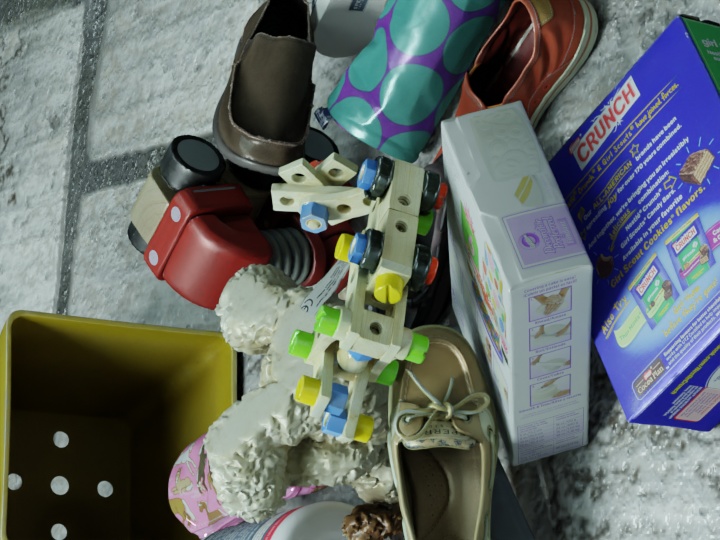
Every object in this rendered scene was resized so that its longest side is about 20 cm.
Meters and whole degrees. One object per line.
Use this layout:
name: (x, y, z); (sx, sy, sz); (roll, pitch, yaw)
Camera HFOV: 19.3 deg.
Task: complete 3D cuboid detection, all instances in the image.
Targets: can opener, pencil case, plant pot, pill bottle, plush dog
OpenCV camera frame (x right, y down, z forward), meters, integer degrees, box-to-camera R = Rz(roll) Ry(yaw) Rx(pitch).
can opener: (0.092, 0.123, 1.452); (0.053, 0.067, 0.200); (74, 174, -63)
pencil case: (-0.080, 0.150, 1.637); (0.087, 0.083, 0.200); (58, 148, 3)
plant pot: (-0.228, 0.164, 1.792); (0.176, 0.200, 0.200); (142, 130, -58)
pill bottle: (-0.071, 0.246, 1.591); (0.200, 0.120, 0.120); (-22, 63, 51)
plush dog: (-0.005, 0.095, 1.506); (0.160, 0.172, 0.200); (-17, 52, 25)
pencil case: (0.048, -0.181, 1.583); (0.092, 0.085, 0.200); (51, 121, 39)

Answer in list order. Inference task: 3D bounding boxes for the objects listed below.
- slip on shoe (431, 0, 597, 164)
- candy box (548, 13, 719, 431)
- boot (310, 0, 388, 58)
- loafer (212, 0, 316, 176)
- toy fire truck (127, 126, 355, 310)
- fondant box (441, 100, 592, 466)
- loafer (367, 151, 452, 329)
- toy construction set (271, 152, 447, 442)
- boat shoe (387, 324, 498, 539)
slip on shoe: (0.094, -0.119, 1.519); (0.200, 0.061, 0.074); (-57, 42, 30)
candy box: (0.207, -0.029, 1.317); (0.169, 0.077, 0.200); (-51, 44, 36)
boot: (0.003, -0.261, 1.663); (0.200, 0.073, 0.090); (127, 143, -50)
loafer: (-0.071, -0.150, 1.629); (0.200, 0.073, 0.071); (-93, 18, -49)
toy fire truck: (-0.066, 0.006, 1.629); (0.200, 0.176, 0.129); (55, 132, 28)
fondant box: (0.102, 0.011, 1.378); (0.200, 0.058, 0.144); (82, 171, -53)
loafer: (0.038, -0.016, 1.529); (0.072, 0.063, 0.200); (48, 134, 23)
toy construction set: (0.000, 0.000, 1.381); (0.131, 0.092, 0.200); (120, 148, -50)
boat shoe: (0.057, 0.132, 1.378); (0.063, 0.073, 0.200); (67, -164, -82)
